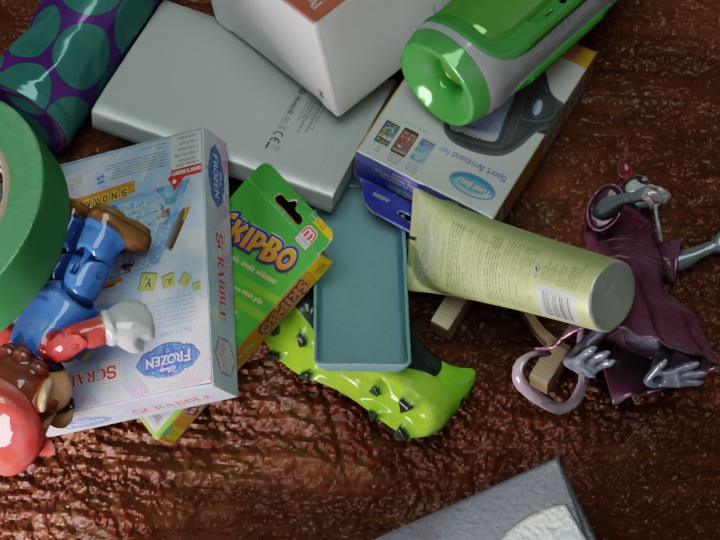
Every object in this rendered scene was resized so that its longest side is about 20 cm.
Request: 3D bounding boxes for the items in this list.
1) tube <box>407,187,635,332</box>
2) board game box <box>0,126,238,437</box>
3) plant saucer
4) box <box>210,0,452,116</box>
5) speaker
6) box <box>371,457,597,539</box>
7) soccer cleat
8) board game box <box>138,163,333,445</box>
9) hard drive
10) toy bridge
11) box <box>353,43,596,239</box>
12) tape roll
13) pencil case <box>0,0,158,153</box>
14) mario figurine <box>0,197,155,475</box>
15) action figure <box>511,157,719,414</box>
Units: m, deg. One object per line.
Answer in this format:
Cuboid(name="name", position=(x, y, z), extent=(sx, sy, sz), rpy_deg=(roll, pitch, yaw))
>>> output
Cuboid(name="tube", position=(0.105, -0.004, 1.661), extent=(0.199, 0.052, 0.058), rpy_deg=(16, 66, 43))
Cuboid(name="board game box", position=(-0.188, 0.013, 1.725), extent=(0.199, 0.041, 0.201), rpy_deg=(-12, 68, 24))
Cuboid(name="plant saucer", position=(0.000, 0.000, 1.717), extent=(0.069, 0.019, 0.201), rpy_deg=(0, 45, -2))
Cuboid(name="box", position=(0.000, -0.244, 1.778), extent=(0.200, 0.107, 0.152), rpy_deg=(-39, 57, -18))
Cuboid(name="speaker", position=(0.123, -0.195, 1.749), extent=(0.088, 0.089, 0.200), rpy_deg=(41, 64, 16))
Cuboid(name="box", position=(0.075, 0.239, 1.622), extent=(0.199, 0.115, 0.133), rpy_deg=(-23, 70, -4))
Cuboid(name="soccer cleat", position=(-0.006, 0.052, 1.729), extent=(0.200, 0.068, 0.081), rpy_deg=(35, 47, 23))
Cuboid(name="board game box", position=(-0.105, 0.023, 1.716), extent=(0.200, 0.030, 0.096), rpy_deg=(-50, 57, 10))
Cuboid(name="hard drive", position=(-0.088, -0.128, 1.794), extent=(0.199, 0.027, 0.132), rpy_deg=(20, 53, 11))
Cuboid(name="toy bridge", position=(0.076, 0.019, 1.748), extent=(0.199, 0.027, 0.067), rpy_deg=(28, 73, 14))
Cuboid(name="box", position=(0.082, -0.111, 1.768), extent=(0.119, 0.042, 0.200), rpy_deg=(26, 60, 12))
Cuboid(name="tape roll", position=(-0.306, -0.032, 1.659), extent=(0.199, 0.048, 0.202), rpy_deg=(-10, 57, 15))
Cuboid(name="pencil case", position=(-0.217, -0.195, 1.816), extent=(0.092, 0.085, 0.201), rpy_deg=(19, 70, 34))
Cuboid(name="mario figurine", position=(-0.214, 0.056, 1.670), extent=(0.106, 0.123, 0.201), rpy_deg=(26, 77, -9))
Cuboid(name="action figure", position=(0.197, 0.008, 1.717), extent=(0.149, 0.134, 0.201), rpy_deg=(-32, 40, 29))
